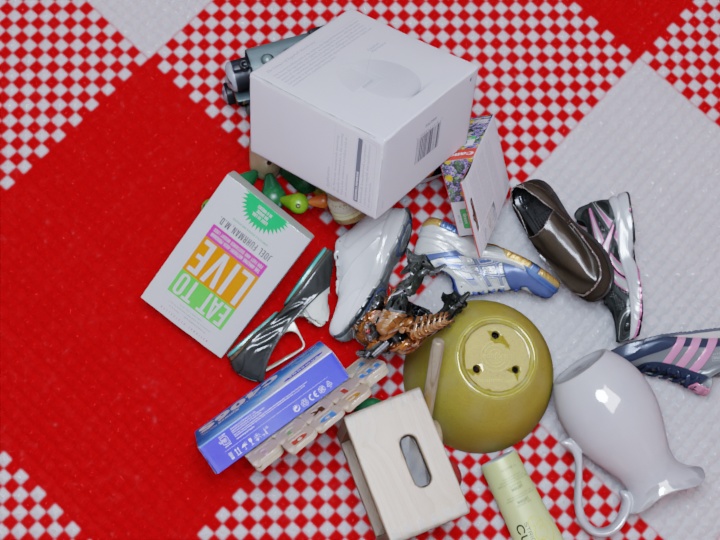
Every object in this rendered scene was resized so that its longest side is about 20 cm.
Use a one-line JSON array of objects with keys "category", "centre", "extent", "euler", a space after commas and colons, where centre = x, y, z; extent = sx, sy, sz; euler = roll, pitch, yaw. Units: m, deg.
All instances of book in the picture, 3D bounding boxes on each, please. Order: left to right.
[{"category": "book", "centre": [-0.168, -0.006, 1.442], "extent": [0.133, 0.048, 0.200], "euler": [38, 106, 1]}]

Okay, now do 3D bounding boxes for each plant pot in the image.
[{"category": "plant pot", "centre": [0.160, 0.122, 1.428], "extent": [0.198, 0.142, 0.202], "euler": [1, 76, -4]}]

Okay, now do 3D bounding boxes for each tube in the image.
[{"category": "tube", "centre": [0.219, 0.327, 1.429], "extent": [0.058, 0.052, 0.201], "euler": [-29, 82, 30]}]

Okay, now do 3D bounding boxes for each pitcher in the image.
[{"category": "pitcher", "centre": [0.312, 0.219, 1.432], "extent": [0.171, 0.121, 0.201], "euler": [-34, 92, -9]}]

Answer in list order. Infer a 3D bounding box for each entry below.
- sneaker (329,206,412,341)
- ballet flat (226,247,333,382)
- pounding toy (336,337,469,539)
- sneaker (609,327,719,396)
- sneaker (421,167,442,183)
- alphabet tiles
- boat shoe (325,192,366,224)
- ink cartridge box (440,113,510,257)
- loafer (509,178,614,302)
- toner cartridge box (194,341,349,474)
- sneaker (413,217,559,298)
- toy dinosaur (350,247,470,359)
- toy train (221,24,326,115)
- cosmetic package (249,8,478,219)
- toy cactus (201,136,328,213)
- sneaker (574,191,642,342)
[{"category": "sneaker", "centre": [0.000, 0.000, 1.496], "extent": [0.086, 0.075, 0.201], "euler": [18, 70, 16]}, {"category": "ballet flat", "centre": [-0.087, 0.063, 1.470], "extent": [0.068, 0.068, 0.200], "euler": [42, 86, -3]}, {"category": "pounding toy", "centre": [0.059, 0.214, 1.375], "extent": [0.141, 0.184, 0.201], "euler": [-20, 77, -9]}, {"category": "sneaker", "centre": [0.422, 0.125, 1.484], "extent": [0.198, 0.070, 0.083], "euler": [-6, 73, -4]}, {"category": "sneaker", "centre": [0.072, -0.157, 1.521], "extent": [0.199, 0.090, 0.070], "euler": [-29, 79, -10]}, {"category": "alphabet tiles", "centre": [-0.056, 0.171, 1.378], "extent": [0.199, 0.195, 0.015], "euler": [-36, 100, -13]}, {"category": "boat shoe", "centre": [-0.025, -0.150, 1.448], "extent": [0.073, 0.063, 0.201], "euler": [-21, 47, 9]}, {"category": "ink cartridge box", "centre": [0.142, -0.109, 1.452], "extent": [0.050, 0.110, 0.200], "euler": [-5, 29, 23]}, {"category": "loafer", "centre": [0.254, -0.039, 1.490], "extent": [0.073, 0.071, 0.201], "euler": [-51, 57, 26]}, {"category": "toner cartridge box", "centre": [-0.112, 0.168, 1.409], "extent": [0.199, 0.095, 0.043], "euler": [-36, 101, -7]}, {"category": "sneaker", "centre": [0.163, 0.004, 1.506], "extent": [0.199, 0.075, 0.089], "euler": [23, 92, 4]}, {"category": "toy dinosaur", "centre": [0.061, 0.061, 1.360], "extent": [0.136, 0.199, 0.102], "euler": [-46, 126, -19]}, {"category": "toy train", "centre": [-0.092, -0.273, 1.528], "extent": [0.198, 0.114, 0.086], "euler": [-15, 76, -8]}, {"category": "cosmetic package", "centre": [0.002, -0.195, 1.374], "extent": [0.199, 0.124, 0.199], "euler": [31, 49, 23]}, {"category": "toy cactus", "centre": [-0.115, -0.110, 1.508], "extent": [0.198, 0.103, 0.166], "euler": [-13, 58, -5]}, {"category": "sneaker", "centre": [0.331, 0.000, 1.519], "extent": [0.086, 0.080, 0.202], "euler": [-8, 74, 15]}]
